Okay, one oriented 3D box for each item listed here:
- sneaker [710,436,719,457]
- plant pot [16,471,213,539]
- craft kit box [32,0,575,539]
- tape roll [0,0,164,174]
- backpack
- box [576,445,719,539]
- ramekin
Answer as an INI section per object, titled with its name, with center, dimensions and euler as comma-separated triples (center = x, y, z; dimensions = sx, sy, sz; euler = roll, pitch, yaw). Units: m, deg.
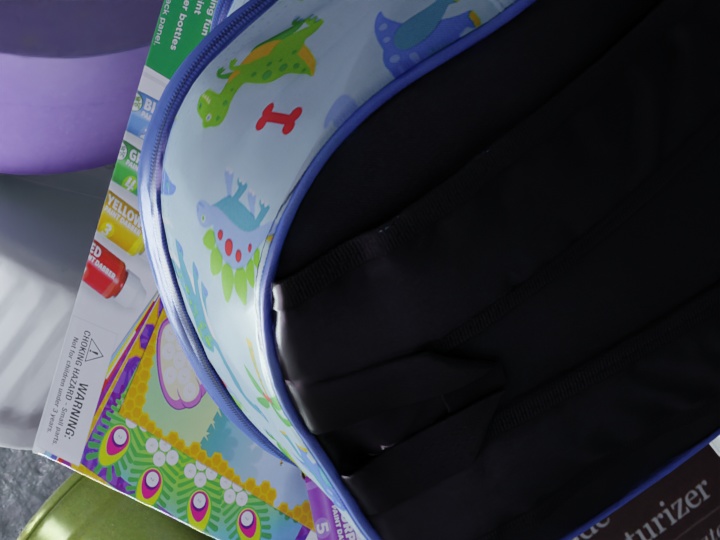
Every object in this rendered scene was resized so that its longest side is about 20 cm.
[sneaker]
center = 0.154, 0.057, 0.951
dimensions = 0.200, 0.076, 0.081
euler = 54, -179, 31
[plant pot]
center = -0.199, 0.282, 2.742
dimensions = 0.184, 0.200, 0.200
euler = 40, 165, 14
[craft kit box]
center = 0.000, 0.000, 0.979
dimensions = 0.197, 0.201, 0.048
euler = 20, -172, 32
[tape roll]
center = -0.126, -0.142, 1.139
dimensions = 0.200, 0.200, 0.085
euler = 52, 154, 16
[backpack]
center = 0.041, -0.028, 0.802
dimensions = 0.147, 0.200, 0.183
euler = 36, 159, 50
[box]
center = 0.056, 0.079, 1.135
dimensions = 0.200, 0.166, 0.164
euler = 57, 169, -10
[ramekin]
center = -0.137, -0.037, 1.215
dimensions = 0.201, 0.200, 0.098
euler = 53, 131, 12
